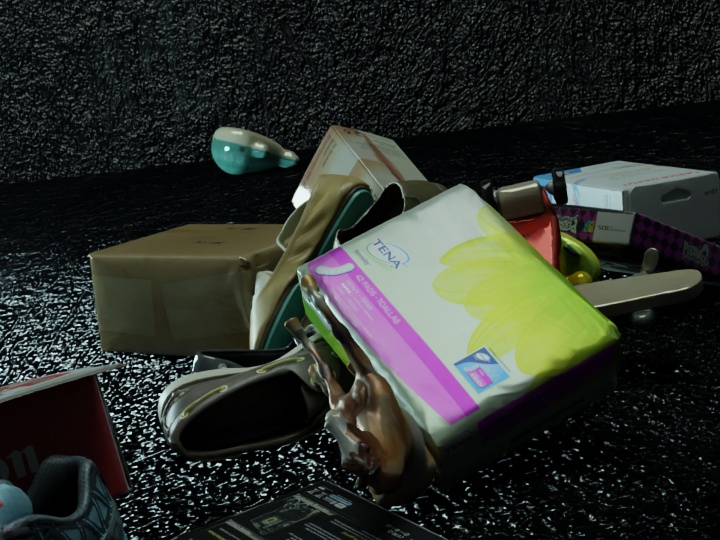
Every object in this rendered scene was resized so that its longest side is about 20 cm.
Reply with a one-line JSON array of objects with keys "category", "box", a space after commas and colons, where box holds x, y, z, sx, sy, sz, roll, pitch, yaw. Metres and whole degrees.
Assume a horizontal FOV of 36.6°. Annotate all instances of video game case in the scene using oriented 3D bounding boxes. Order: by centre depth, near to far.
[{"category": "video game case", "box": [0.260, -0.026, 1.094, 0.199, 0.036, 0.181, 16, -4, -39]}]

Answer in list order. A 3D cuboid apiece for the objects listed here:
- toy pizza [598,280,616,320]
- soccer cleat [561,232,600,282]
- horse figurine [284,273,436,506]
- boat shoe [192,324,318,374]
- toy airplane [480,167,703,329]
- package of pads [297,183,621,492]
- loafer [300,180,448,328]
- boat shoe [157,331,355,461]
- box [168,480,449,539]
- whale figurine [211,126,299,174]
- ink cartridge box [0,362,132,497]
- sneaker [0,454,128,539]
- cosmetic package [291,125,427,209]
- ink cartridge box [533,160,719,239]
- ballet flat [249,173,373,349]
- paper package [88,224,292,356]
[{"category": "toy pizza", "box": [0.165, 0.025, 1.085, 0.199, 0.032, 0.200, -6, 13, 1]}, {"category": "soccer cleat", "box": [0.154, -0.016, 1.057, 0.084, 0.065, 0.200, -8, 10, -44]}, {"category": "horse figurine", "box": [0.004, 0.091, 0.640, 0.050, 0.133, 0.200, -30, -29, -6]}, {"category": "boat shoe", "box": [-0.040, 0.078, 0.873, 0.199, 0.063, 0.073, -10, 10, -21]}, {"category": "toy airplane", "box": [0.146, 0.030, 0.890, 0.199, 0.141, 0.200, -42, 48, -20]}, {"category": "package of pads", "box": [0.067, 0.035, 0.757, 0.154, 0.068, 0.200, -27, 47, -16]}, {"category": "loafer", "box": [0.000, 0.000, 0.938, 0.067, 0.200, 0.076, 29, 8, -42]}, {"category": "boat shoe", "box": [-0.048, 0.092, 0.802, 0.199, 0.072, 0.060, -13, 20, -13]}, {"category": "box", "box": [-0.024, 0.167, 0.507, 0.160, 0.044, 0.200, -15, 15, -34]}, {"category": "whale figurine", "box": [-0.244, -0.259, 2.479, 0.199, 0.104, 0.159, 15, 1, -26]}, {"category": "ink cartridge box", "box": [-0.245, 0.124, 0.623, 0.200, 0.084, 0.175, -18, 1, -41]}, {"category": "sneaker", "box": [-0.191, 0.152, 0.534, 0.079, 0.096, 0.200, -1, 13, 20]}, {"category": "cosmetic package", "box": [0.024, -0.041, 1.055, 0.087, 0.104, 0.200, 9, 31, -39]}, {"category": "ink cartridge box", "box": [0.332, -0.082, 1.369, 0.144, 0.085, 0.200, -11, 12, -21]}, {"category": "ballet flat", "box": [-0.057, 0.001, 0.991, 0.063, 0.200, 0.069, 24, -13, 29]}, {"category": "paper package", "box": [-0.142, 0.016, 1.111, 0.199, 0.104, 0.190, 0, 12, 28]}]
